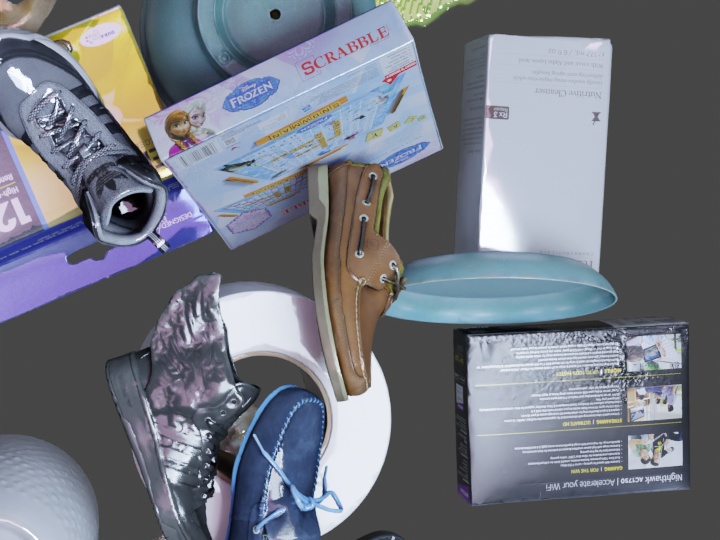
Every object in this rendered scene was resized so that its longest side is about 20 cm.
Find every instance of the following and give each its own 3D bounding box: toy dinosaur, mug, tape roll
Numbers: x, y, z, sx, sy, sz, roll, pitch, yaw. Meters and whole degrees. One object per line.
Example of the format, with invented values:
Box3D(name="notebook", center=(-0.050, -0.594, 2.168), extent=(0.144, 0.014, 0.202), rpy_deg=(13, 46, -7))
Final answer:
Box3D(name="toy dinosaur", center=(-0.295, -0.165, 1.068), extent=(0.200, 0.058, 0.101), rpy_deg=(-22, 114, -2))
Box3D(name="mug", center=(-0.274, 0.238, 1.086), extent=(0.147, 0.175, 0.200), rpy_deg=(-9, 94, -9))
Box3D(name="tape roll", center=(-0.085, 0.111, 1.130), extent=(0.202, 0.139, 0.203), rpy_deg=(-1, 93, -9))

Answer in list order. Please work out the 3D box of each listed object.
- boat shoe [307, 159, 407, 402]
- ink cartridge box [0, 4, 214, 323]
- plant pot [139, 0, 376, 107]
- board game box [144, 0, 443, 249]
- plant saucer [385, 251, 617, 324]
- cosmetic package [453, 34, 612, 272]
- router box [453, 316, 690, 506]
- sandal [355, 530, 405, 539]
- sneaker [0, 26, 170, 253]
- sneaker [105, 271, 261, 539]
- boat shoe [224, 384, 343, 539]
Box3D(name="boat shoe", center=(0.000, 0.000, 1.039), extent=(0.068, 0.072, 0.200), rpy_deg=(-6, 61, 1))
Box3D(name="ink cartridge box", center=(-0.246, -0.085, 1.142), extent=(0.197, 0.047, 0.200), rpy_deg=(-24, 95, -6))
Box3D(name="plant pot", center=(-0.074, -0.197, 1.120), extent=(0.200, 0.134, 0.201), rpy_deg=(0, 92, -9))
Box3D(name="board game box", center=(-0.043, -0.105, 1.087), extent=(0.200, 0.200, 0.041), rpy_deg=(-25, 70, 0))
Box3D(name="plant saucer", center=(0.104, 0.014, 1.131), extent=(0.200, 0.200, 0.027), rpy_deg=(1, 78, -9))
Box3D(name="cosmetic package", center=(0.144, -0.093, 1.188), extent=(0.113, 0.081, 0.200), rpy_deg=(0, 92, -11))
Box3D(name="router box", center=(0.183, 0.120, 1.218), extent=(0.200, 0.051, 0.149), rpy_deg=(-2, 95, -9))
Box3D(name="sandal", center=(-0.048, 0.279, 1.196), extent=(0.200, 0.048, 0.075), rpy_deg=(-16, 94, -21))
Box3D(name="sneaker", center=(-0.205, -0.091, 1.037), extent=(0.075, 0.114, 0.200), rpy_deg=(-41, 129, -2))
Box3D(name="sneaker", center=(-0.116, 0.110, 1.025), extent=(0.104, 0.060, 0.200), rpy_deg=(-21, 92, -3))
Box3D(name="boat shoe", center=(-0.052, 0.186, 1.027), extent=(0.084, 0.069, 0.200), rpy_deg=(0, 104, -46))
